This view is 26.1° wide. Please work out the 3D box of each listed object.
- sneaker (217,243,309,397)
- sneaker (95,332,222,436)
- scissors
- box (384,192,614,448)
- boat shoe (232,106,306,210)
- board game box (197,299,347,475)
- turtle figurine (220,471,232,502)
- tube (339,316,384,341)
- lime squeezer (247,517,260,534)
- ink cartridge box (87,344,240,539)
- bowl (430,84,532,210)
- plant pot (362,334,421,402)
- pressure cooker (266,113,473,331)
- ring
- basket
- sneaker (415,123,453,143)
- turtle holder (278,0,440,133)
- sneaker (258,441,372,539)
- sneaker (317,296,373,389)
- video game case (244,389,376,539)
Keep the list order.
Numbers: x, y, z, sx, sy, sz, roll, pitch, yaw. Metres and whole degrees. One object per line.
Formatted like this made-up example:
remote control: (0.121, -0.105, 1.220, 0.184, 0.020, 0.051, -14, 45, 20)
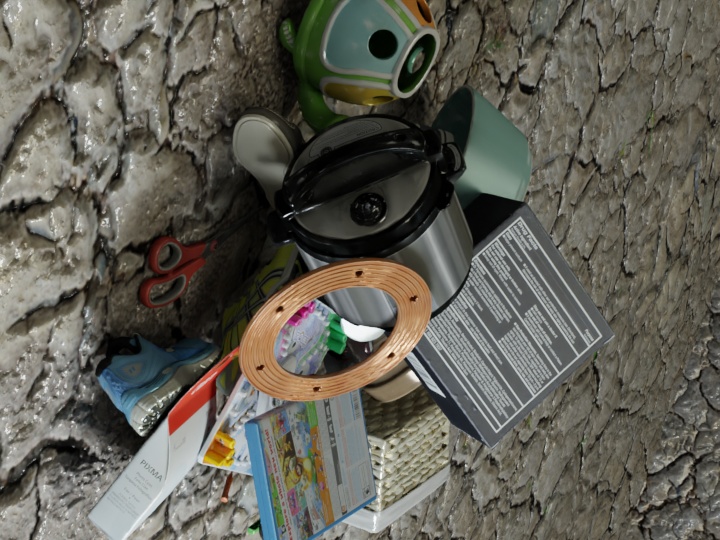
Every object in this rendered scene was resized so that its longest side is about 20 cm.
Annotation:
sneaker: (-0.106, 0.041, 1.645, 0.201, 0.076, 0.075, -66, 156, -6)
sneaker: (-0.197, 0.088, 1.496, 0.079, 0.090, 0.200, -50, 178, 11)
scissors: (-0.160, -0.015, 1.582, 0.200, 0.014, 0.074, -25, 126, -57)
box: (0.144, 0.054, 1.755, 0.198, 0.123, 0.201, -40, 109, -9)
boat shoe: (-0.085, -0.123, 1.606, 0.200, 0.066, 0.057, 67, 32, -60)
board game box: (-0.083, 0.125, 1.632, 0.201, 0.026, 0.200, -62, 162, -3)
turtle figurine: (-0.095, 0.165, 1.764, 0.200, 0.064, 0.163, -42, 142, -45)
tube: (0.000, 0.000, 1.719, 0.201, 0.077, 0.051, -95, -154, -56)
lime squeezer: (-0.072, 0.234, 1.750, 0.201, 0.038, 0.071, -57, 176, -34)
ink cartridge box: (-0.166, 0.159, 1.504, 0.200, 0.047, 0.160, -49, 178, 15)
bowl: (0.136, -0.111, 1.877, 0.201, 0.104, 0.202, -158, -90, -76)
plant pot: (0.050, 0.054, 1.895, 0.093, 0.200, 0.202, 42, 63, -19)
pressure cooker: (0.017, -0.057, 1.556, 0.177, 0.178, 0.201, -56, 146, -21)
ring: (-0.025, 0.056, 1.511, 0.199, 0.019, 0.201, -16, 142, -13)
basket: (0.019, 0.221, 1.948, 0.200, 0.135, 0.125, -26, 127, -56)
sneaker: (0.035, -0.088, 1.850, 0.079, 0.079, 0.201, -110, -140, -59)
turtle holder: (-0.003, -0.227, 1.602, 0.186, 0.131, 0.141, -52, 156, -12)
sneaker: (-0.059, 0.220, 1.689, 0.200, 0.073, 0.081, -52, 130, -49)
sneaker: (-0.046, 0.063, 1.802, 0.115, 0.075, 0.202, -25, 118, -50)
video game case: (-0.048, 0.201, 1.624, 0.200, 0.018, 0.145, -21, 104, -58)
